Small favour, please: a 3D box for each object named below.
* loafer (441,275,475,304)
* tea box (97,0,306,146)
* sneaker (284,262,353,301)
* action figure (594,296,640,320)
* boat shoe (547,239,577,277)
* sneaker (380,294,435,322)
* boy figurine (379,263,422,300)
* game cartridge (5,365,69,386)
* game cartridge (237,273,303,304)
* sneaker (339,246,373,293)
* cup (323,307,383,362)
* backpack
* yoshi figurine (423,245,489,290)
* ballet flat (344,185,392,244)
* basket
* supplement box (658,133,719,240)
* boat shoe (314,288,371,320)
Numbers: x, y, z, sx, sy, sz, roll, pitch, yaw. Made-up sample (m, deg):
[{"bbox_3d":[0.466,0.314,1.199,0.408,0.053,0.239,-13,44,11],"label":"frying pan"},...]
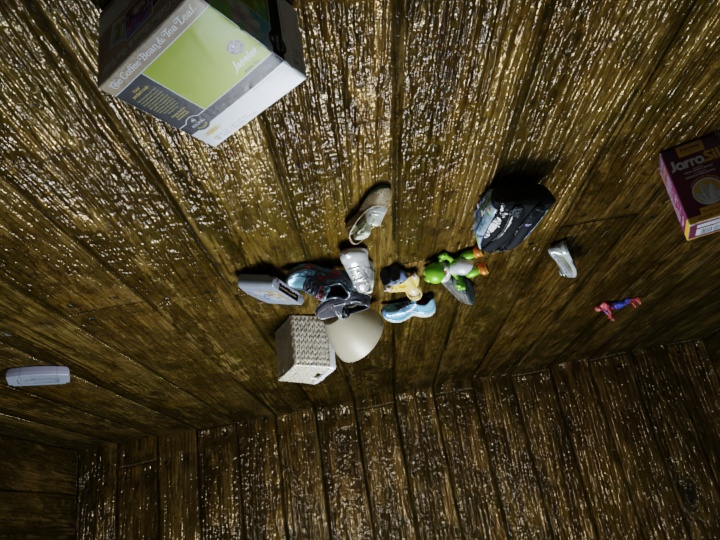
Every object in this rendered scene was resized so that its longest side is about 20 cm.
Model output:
[{"bbox_3d":[0.330,0.059,1.909,0.062,0.073,0.200,0,157,30],"label":"loafer"},{"bbox_3d":[-0.213,-0.302,0.766,0.198,0.136,0.195,-25,154,30],"label":"tea box"},{"bbox_3d":[-0.112,0.038,1.585,0.196,0.096,0.080,4,125,-9],"label":"sneaker"},{"bbox_3d":[1.106,0.175,2.443,0.196,0.101,0.066,-5,155,-5],"label":"action figure"},{"bbox_3d":[0.648,-0.032,1.815,0.064,0.076,0.202,-13,153,23],"label":"boat shoe"},{"bbox_3d":[0.165,0.117,1.976,0.196,0.079,0.091,-11,138,-7],"label":"sneaker"},{"bbox_3d":[0.131,0.042,1.777,0.123,0.065,0.199,-23,150,22],"label":"boy figurine"},{"bbox_3d":[-1.149,0.376,2.033,0.196,0.041,0.133,2,157,-27],"label":"game cartridge"},{"bbox_3d":[-0.261,0.057,1.633,0.131,0.042,0.200,-2,161,20],"label":"game cartridge"},{"bbox_3d":[0.000,0.000,1.579,0.074,0.101,0.200,-14,155,15],"label":"sneaker"},{"bbox_3d":[-0.042,0.180,1.889,0.198,0.202,0.143,-25,126,31],"label":"cup"},{"bbox_3d":[0.359,-0.129,1.409,0.160,0.155,0.202,-6,135,-15],"label":"backpack"},{"bbox_3d":[0.274,-0.004,1.692,0.197,0.114,0.112,-17,140,22],"label":"yoshi figurine"},{"bbox_3d":[0.023,-0.123,1.353,0.069,0.066,0.200,1,154,-24],"label":"ballet flat"},{"bbox_3d":[-0.198,0.281,2.005,0.158,0.204,0.198,5,152,-27],"label":"basket"},{"bbox_3d":[0.807,-0.195,1.344,0.129,0.204,0.103,-19,155,21],"label":"supplement box"},{"bbox_3d":[-0.055,0.112,1.693,0.198,0.064,0.072,-24,144,24],"label":"boat shoe"}]
